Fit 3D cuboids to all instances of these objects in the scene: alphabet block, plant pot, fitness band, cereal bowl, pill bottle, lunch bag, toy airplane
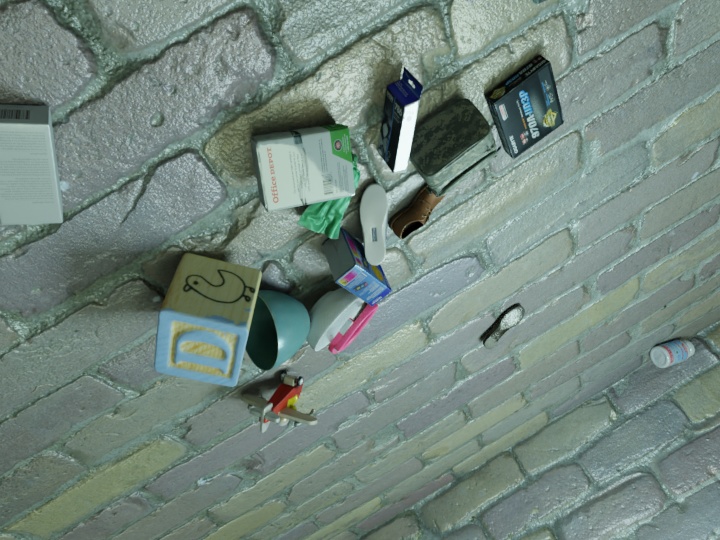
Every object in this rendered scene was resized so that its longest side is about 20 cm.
[{"bbox_3d":[-0.343,0.111,1.241,0.192,0.201,0.198,14,127,-12],"label":"alphabet block"},{"bbox_3d":[-0.208,0.140,1.403,0.133,0.200,0.202,-12,137,-39],"label":"plant pot"},{"bbox_3d":[-0.019,0.168,1.586,0.201,0.037,0.143,-53,168,26],"label":"fitness band"},{"bbox_3d":[-0.083,0.120,1.493,0.200,0.083,0.200,-47,168,-12],"label":"cereal bowl"},{"bbox_3d":[1.538,0.405,2.689,0.197,0.109,0.110,-12,135,-20],"label":"pill bottle"},{"bbox_3d":[0.221,-0.275,1.282,0.199,0.140,0.168,-36,154,8],"label":"lunch bag"},{"bbox_3d":[-0.242,0.414,1.628,0.196,0.200,0.143,-11,123,-18],"label":"toy airplane"}]

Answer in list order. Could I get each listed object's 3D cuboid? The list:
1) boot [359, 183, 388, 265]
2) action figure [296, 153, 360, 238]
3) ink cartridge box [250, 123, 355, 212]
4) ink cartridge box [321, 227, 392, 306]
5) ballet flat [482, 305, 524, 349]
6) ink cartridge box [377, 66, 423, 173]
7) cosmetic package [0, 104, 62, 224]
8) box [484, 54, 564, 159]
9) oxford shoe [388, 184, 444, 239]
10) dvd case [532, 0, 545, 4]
[{"bbox_3d":[0.034,-0.121,1.375,0.071,0.090,0.203,2,107,1],"label":"boot"},{"bbox_3d":[-0.057,-0.180,1.271,0.117,0.055,0.202,16,114,-37],"label":"action figure"},{"bbox_3d":[-0.121,-0.218,1.145,0.197,0.083,0.149,-13,114,-18],"label":"ink cartridge box"},{"bbox_3d":[0.000,0.000,1.413,0.076,0.138,0.200,-35,138,15],"label":"ink cartridge box"},{"bbox_3d":[0.512,0.200,1.968,0.067,0.046,0.201,34,106,-12],"label":"ballet flat"},{"bbox_3d":[0.082,-0.321,1.179,0.039,0.100,0.202,-8,133,-20],"label":"ink cartridge box"},{"bbox_3d":[-0.587,-0.182,0.957,0.100,0.072,0.202,-4,132,-26],"label":"cosmetic package"},{"bbox_3d":[0.403,-0.392,1.330,0.158,0.046,0.200,-35,138,5],"label":"box"},{"bbox_3d":[0.165,-0.155,1.408,0.200,0.072,0.071,-44,135,13],"label":"oxford shoe"},{"bbox_3d":[0.446,-0.655,1.121,0.198,0.022,0.147,-25,138,-7],"label":"dvd case"}]
